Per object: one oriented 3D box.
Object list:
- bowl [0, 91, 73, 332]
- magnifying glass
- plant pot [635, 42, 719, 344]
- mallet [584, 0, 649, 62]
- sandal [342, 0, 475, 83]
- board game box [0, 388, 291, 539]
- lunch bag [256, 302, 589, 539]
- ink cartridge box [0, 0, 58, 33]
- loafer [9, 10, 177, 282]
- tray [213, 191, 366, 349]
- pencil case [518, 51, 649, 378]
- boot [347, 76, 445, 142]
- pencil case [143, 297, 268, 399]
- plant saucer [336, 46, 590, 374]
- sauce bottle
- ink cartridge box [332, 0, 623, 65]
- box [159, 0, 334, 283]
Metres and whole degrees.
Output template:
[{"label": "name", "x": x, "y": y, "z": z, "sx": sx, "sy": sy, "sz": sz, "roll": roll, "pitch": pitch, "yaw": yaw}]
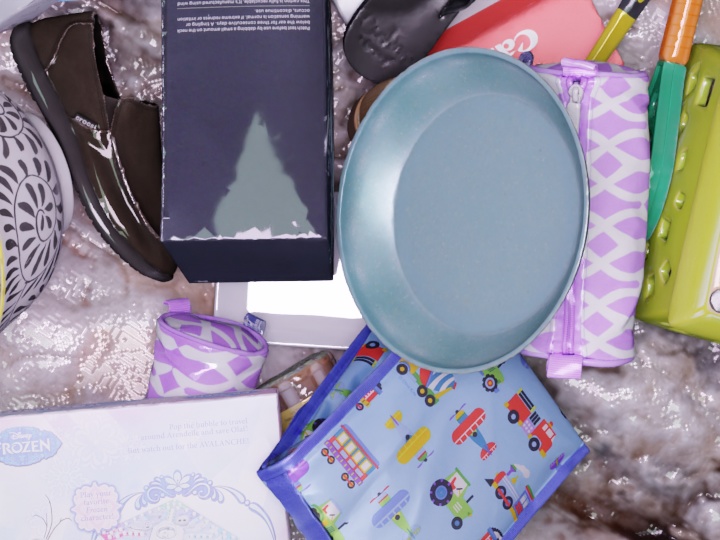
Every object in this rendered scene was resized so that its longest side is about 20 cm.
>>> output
[{"label": "bowl", "x": -0.252, "y": -0.051, "z": 1.412, "sx": 0.094, "sy": 0.200, "sz": 0.202, "roll": -21, "pitch": 94, "yaw": -36}, {"label": "magnifying glass", "x": 0.203, "y": -0.117, "z": 1.413, "sx": 0.022, "sy": 0.080, "sz": 0.202, "roll": 11, "pitch": 96, "yaw": -6}, {"label": "plant pot", "x": 0.292, "y": -0.034, "z": 1.376, "sx": 0.198, "sy": 0.181, "sz": 0.201, "roll": 13, "pitch": 95, "yaw": 2}, {"label": "mallet", "x": 0.167, "y": -0.171, "z": 1.427, "sx": 0.065, "sy": 0.041, "sz": 0.201, "roll": 24, "pitch": 98, "yaw": -19}, {"label": "sandal", "x": 0.062, "y": -0.205, "z": 1.395, "sx": 0.075, "sy": 0.045, "sz": 0.201, "roll": 32, "pitch": 102, "yaw": -14}, {"label": "board game box", "x": -0.143, "y": 0.184, "z": 1.368, "sx": 0.198, "sy": 0.043, "sz": 0.201, "roll": -4, "pitch": 94, "yaw": -2}, {"label": "lunch bag", "x": 0.033, "y": 0.130, "z": 1.372, "sx": 0.151, "sy": 0.094, "sz": 0.200, "roll": 53, "pitch": 52, "yaw": -14}, {"label": "ink cartridge box", "x": -0.227, "y": -0.256, "z": 1.379, "sx": 0.057, "sy": 0.199, "sz": 0.164, "roll": -26, "pitch": 93, "yaw": -35}, {"label": "loafer", "x": -0.165, "y": -0.088, "z": 1.436, "sx": 0.071, "sy": 0.073, "sz": 0.201, "roll": -28, "pitch": 93, "yaw": 5}, {"label": "tray", "x": 0.000, "y": 0.000, "z": 1.464, "sx": 0.198, "sy": 0.022, "sz": 0.109, "roll": 3, "pitch": 95, "yaw": 1}, {"label": "pencil case", "x": 0.142, "y": -0.038, "z": 1.354, "sx": 0.083, "sy": 0.085, "sz": 0.202, "roll": 1, "pitch": 95, "yaw": 6}, {"label": "boot", "x": 0.089, "y": -0.066, "z": 1.412, "sx": 0.199, "sy": 0.075, "sz": 0.074, "roll": 28, "pitch": 67, "yaw": -10}, {"label": "pencil case", "x": -0.127, "y": 0.122, "z": 1.436, "sx": 0.085, "sy": 0.084, "sz": 0.202, "roll": 25, "pitch": 102, "yaw": 34}, {"label": "plant saucer", "x": 0.070, "y": -0.036, "z": 1.322, "sx": 0.199, "sy": 0.036, "sz": 0.202, "roll": -4, "pitch": 84, "yaw": 42}, {"label": "sauce bottle", "x": 0.002, "y": 0.153, "z": 1.455, "sx": 0.064, "sy": 0.065, "sz": 0.201, "roll": -30, "pitch": 94, "yaw": 3}, {"label": "ink cartridge box", "x": 0.067, "y": -0.190, "z": 1.438, "sx": 0.160, "sy": 0.050, "sz": 0.201, "roll": -28, "pitch": 91, "yaw": 3}, {"label": "box", "x": -0.068, "y": -0.094, "z": 1.356, "sx": 0.103, "sy": 0.200, "sz": 0.184, "roll": 0, "pitch": 83, "yaw": 1}]
